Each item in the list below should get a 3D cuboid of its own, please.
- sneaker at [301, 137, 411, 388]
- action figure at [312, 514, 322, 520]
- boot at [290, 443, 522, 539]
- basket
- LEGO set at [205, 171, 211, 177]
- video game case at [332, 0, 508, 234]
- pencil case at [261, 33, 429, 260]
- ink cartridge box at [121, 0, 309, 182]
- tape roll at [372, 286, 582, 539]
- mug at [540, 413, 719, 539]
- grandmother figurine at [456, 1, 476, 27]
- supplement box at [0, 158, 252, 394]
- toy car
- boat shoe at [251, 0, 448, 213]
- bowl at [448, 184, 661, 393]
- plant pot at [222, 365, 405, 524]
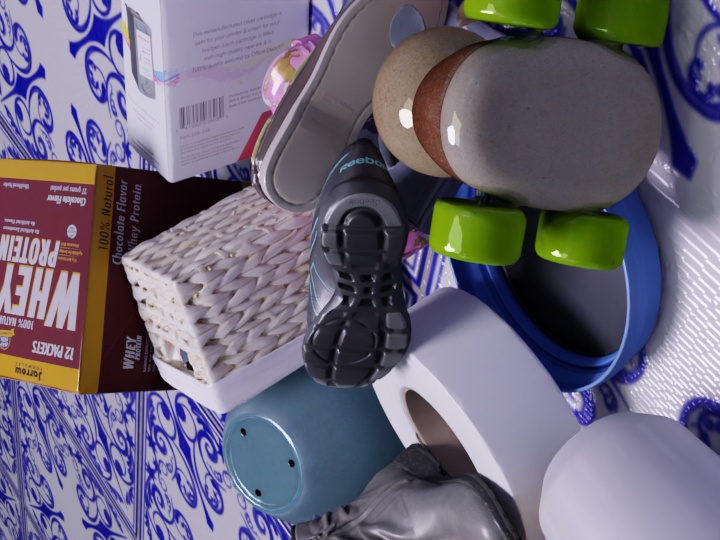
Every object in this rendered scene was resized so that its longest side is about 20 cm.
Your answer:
[{"bbox_3d":[0.000,0.000,0.926,0.079,0.075,0.200,-95,11,-46],"label":"sneaker"},{"bbox_3d":[0.049,0.232,1.156,0.194,0.199,0.105,122,167,-48],"label":"action figure"},{"bbox_3d":[0.031,0.202,0.980,0.068,0.130,0.200,61,164,-16],"label":"boot"},{"bbox_3d":[-0.087,0.008,1.145,0.135,0.200,0.124,20,136,57],"label":"basket"},{"bbox_3d":[-0.173,0.001,1.400,0.154,0.116,0.201,29,106,35],"label":"LEGO set"},{"bbox_3d":[0.028,-0.131,0.972,0.143,0.019,0.200,-59,42,10],"label":"video game case"},{"bbox_3d":[-0.003,-0.101,1.075,0.087,0.083,0.200,-47,59,16],"label":"pencil case"},{"bbox_3d":[-0.124,-0.195,1.155,0.086,0.147,0.201,40,138,41],"label":"ink cartridge box"},{"bbox_3d":[0.087,0.113,1.011,0.203,0.071,0.203,51,164,21],"label":"tape roll"},{"bbox_3d":[0.182,0.186,0.852,0.187,0.149,0.153,-59,44,24],"label":"mug"},{"bbox_3d":[0.056,-0.271,0.887,0.121,0.060,0.201,-26,87,51],"label":"grandmother figurine"},{"bbox_3d":[-0.218,0.005,1.233,0.132,0.200,0.198,6,92,38],"label":"supplement box"},{"bbox_3d":[0.072,-0.103,0.841,0.200,0.157,0.165,23,107,56],"label":"toy car"},{"bbox_3d":[-0.011,-0.133,0.947,0.072,0.200,0.059,33,178,-25],"label":"boat shoe"},{"bbox_3d":[0.131,-0.014,0.939,0.201,0.039,0.201,38,138,44],"label":"bowl"},{"bbox_3d":[-0.043,0.147,1.182,0.200,0.135,0.201,14,114,34],"label":"plant pot"}]
